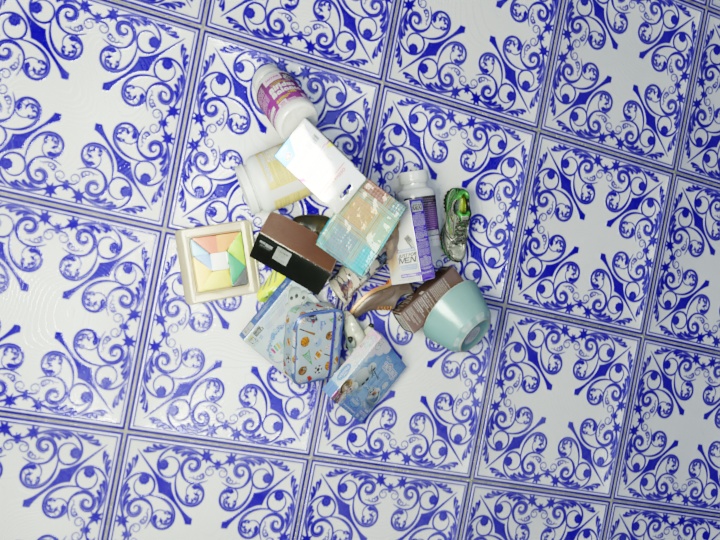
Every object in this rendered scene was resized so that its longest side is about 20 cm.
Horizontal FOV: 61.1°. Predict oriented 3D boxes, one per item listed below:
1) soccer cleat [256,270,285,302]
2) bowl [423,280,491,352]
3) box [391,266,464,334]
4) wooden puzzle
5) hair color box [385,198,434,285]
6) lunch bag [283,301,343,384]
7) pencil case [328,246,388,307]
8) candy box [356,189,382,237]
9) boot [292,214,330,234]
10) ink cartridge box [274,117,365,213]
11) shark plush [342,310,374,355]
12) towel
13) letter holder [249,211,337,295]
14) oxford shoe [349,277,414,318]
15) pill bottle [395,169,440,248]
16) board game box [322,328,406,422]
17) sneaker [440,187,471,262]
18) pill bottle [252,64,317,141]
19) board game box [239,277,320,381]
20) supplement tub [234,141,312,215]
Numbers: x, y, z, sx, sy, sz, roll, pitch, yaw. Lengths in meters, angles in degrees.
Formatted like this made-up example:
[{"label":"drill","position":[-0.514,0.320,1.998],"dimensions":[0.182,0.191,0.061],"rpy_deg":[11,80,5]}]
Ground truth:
[{"label":"soccer cleat","position":[-0.201,0.000,1.591],"dimensions":[0.200,0.065,0.084],"rpy_deg":[-43,75,-5]},{"label":"bowl","position":[0.273,0.138,1.626],"dimensions":[0.200,0.202,0.105],"rpy_deg":[-40,59,-9]},{"label":"box","position":[0.186,0.078,1.660],"dimensions":[0.198,0.100,0.076],"rpy_deg":[-38,97,-10]},{"label":"wooden puzzle","position":[-0.362,-0.021,1.554],"dimensions":[0.193,0.037,0.192],"rpy_deg":[-9,95,-13]},{"label":"hair color box","position":[0.119,-0.072,1.565],"dimensions":[0.064,0.107,0.208],"rpy_deg":[-9,90,-45]},{"label":"lunch bag","position":[-0.114,0.178,1.539],"dimensions":[0.156,0.075,0.207],"rpy_deg":[-4,110,-34]},{"label":"pencil case","position":[0.000,0.000,1.623],"dimensions":[0.090,0.078,0.200],"rpy_deg":[45,82,3]},{"label":"candy box","position":[0.016,-0.151,1.557],"dimensions":[0.055,0.200,0.120],"rpy_deg":[-22,98,-8]},{"label":"boot","position":[-0.081,-0.103,1.588],"dimensions":[0.194,0.097,0.077],"rpy_deg":[14,89,-14]},{"label":"ink cartridge box","position":[-0.092,-0.244,1.430],"dimensions":[0.199,0.068,0.116],"rpy_deg":[42,99,-8]},{"label":"shark plush","position":[-0.009,0.204,1.627],"dimensions":[0.090,0.082,0.205],"rpy_deg":[-38,131,-29]},{"label":"towel","position":[0.001,-0.106,1.447],"dimensions":[0.145,0.022,0.203],"rpy_deg":[34,93,-7]},{"label":"letter holder","position":[-0.150,-0.064,1.504],"dimensions":[0.196,0.101,0.144],"rpy_deg":[29,49,-7]},{"label":"oxford shoe","position":[0.057,0.081,1.637],"dimensions":[0.197,0.071,0.074],"rpy_deg":[-32,82,-10]},{"label":"pill bottle","position":[0.152,-0.161,1.636],"dimensions":[0.108,0.111,0.208],"rpy_deg":[-8,95,-13]},{"label":"board game box","position":[0.016,0.281,1.601],"dimensions":[0.200,0.043,0.201],"rpy_deg":[-50,142,-8]},{"label":"sneaker","position":[0.265,-0.125,1.679],"dimensions":[0.075,0.085,0.208],"rpy_deg":[-3,94,-13]},{"label":"pill bottle","position":[-0.191,-0.416,1.496],"dimensions":[0.110,0.114,0.202],"rpy_deg":[-29,57,-10]},{"label":"board game box","position":[-0.178,0.149,1.568],"dimensions":[0.201,0.043,0.199],"rpy_deg":[-49,124,-9]},{"label":"supplement tub","position":[-0.203,-0.235,1.527],"dimensions":[0.195,0.145,0.150],"rpy_deg":[-23,98,-11]}]
